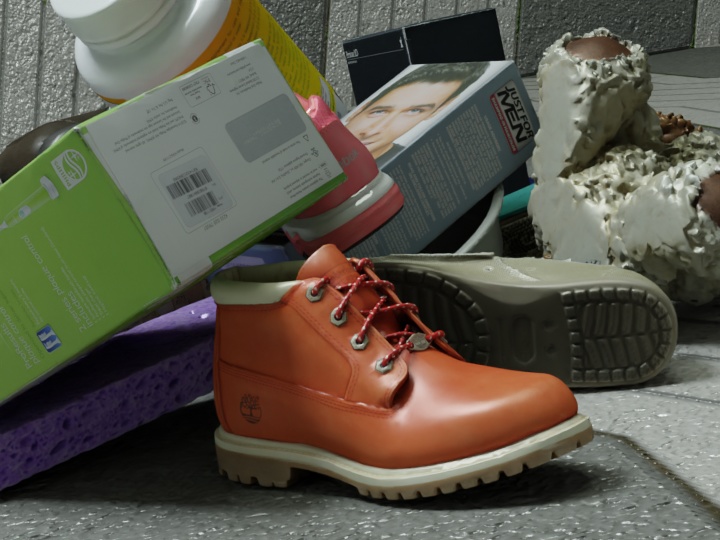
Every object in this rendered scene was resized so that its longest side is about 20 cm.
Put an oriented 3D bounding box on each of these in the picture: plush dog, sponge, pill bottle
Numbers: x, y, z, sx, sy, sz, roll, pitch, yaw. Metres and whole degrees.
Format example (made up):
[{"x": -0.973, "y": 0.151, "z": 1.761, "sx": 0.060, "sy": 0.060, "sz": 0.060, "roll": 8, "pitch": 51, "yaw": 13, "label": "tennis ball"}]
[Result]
[{"x": 0.187, "y": -0.029, "z": 1.045, "sx": 0.171, "sy": 0.161, "sz": 0.200, "roll": 1, "pitch": 38, "yaw": -37, "label": "plush dog"}, {"x": -0.134, "y": 0.061, "z": 0.932, "sx": 0.199, "sy": 0.030, "sz": 0.111, "roll": -24, "pitch": 14, "yaw": -22, "label": "sponge"}, {"x": -0.097, "y": -0.121, "z": 1.066, "sx": 0.109, "sy": 0.110, "sz": 0.200, "roll": -2, "pitch": -33, "yaw": 35, "label": "pill bottle"}]

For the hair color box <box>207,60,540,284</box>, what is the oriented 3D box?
[{"x": 0.006, "y": -0.048, "z": 1.039, "sx": 0.200, "sy": 0.061, "sz": 0.099, "roll": -40, "pitch": 27, "yaw": -29, "label": "hair color box"}]

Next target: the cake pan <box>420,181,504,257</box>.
[{"x": 0.000, "y": 0.000, "z": 1.069, "sx": 0.199, "sy": 0.037, "sz": 0.201, "roll": -22, "pitch": 24, "yaw": 10, "label": "cake pan"}]

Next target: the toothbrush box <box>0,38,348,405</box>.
[{"x": -0.128, "y": -0.014, "z": 0.859, "sx": 0.200, "sy": 0.086, "sz": 0.145, "roll": -29, "pitch": 4, "yaw": 38, "label": "toothbrush box"}]

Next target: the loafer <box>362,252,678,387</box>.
[{"x": 0.069, "y": 0.029, "z": 0.938, "sx": 0.199, "sy": 0.076, "sz": 0.068, "roll": 4, "pitch": 10, "yaw": 12, "label": "loafer"}]

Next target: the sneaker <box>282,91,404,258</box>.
[{"x": -0.050, "y": -0.068, "z": 0.951, "sx": 0.074, "sy": 0.087, "sz": 0.200, "roll": -37, "pitch": 24, "yaw": -22, "label": "sneaker"}]

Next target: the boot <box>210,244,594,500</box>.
[{"x": 0.010, "y": 0.042, "z": 0.789, "sx": 0.199, "sy": 0.108, "sz": 0.075, "roll": 0, "pitch": 11, "yaw": 35, "label": "boot"}]

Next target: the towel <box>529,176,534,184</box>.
[{"x": 0.087, "y": -0.030, "z": 1.362, "sx": 0.147, "sy": 0.050, "sz": 0.200, "roll": -12, "pitch": 8, "yaw": 23, "label": "towel"}]

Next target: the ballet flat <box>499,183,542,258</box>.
[{"x": 0.073, "y": -0.012, "z": 1.159, "sx": 0.199, "sy": 0.076, "sz": 0.068, "roll": -10, "pitch": 24, "yaw": 27, "label": "ballet flat"}]

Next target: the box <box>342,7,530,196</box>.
[{"x": 0.055, "y": -0.121, "z": 1.358, "sx": 0.078, "sy": 0.142, "sz": 0.200, "roll": -16, "pitch": 8, "yaw": -11, "label": "box"}]

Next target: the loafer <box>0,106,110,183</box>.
[{"x": -0.160, "y": -0.079, "z": 1.139, "sx": 0.071, "sy": 0.073, "sz": 0.200, "roll": 11, "pitch": 9, "yaw": 27, "label": "loafer"}]

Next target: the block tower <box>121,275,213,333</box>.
[{"x": -0.180, "y": 0.040, "z": 1.019, "sx": 0.199, "sy": 0.058, "sz": 0.054, "roll": -23, "pitch": 18, "yaw": -22, "label": "block tower"}]
